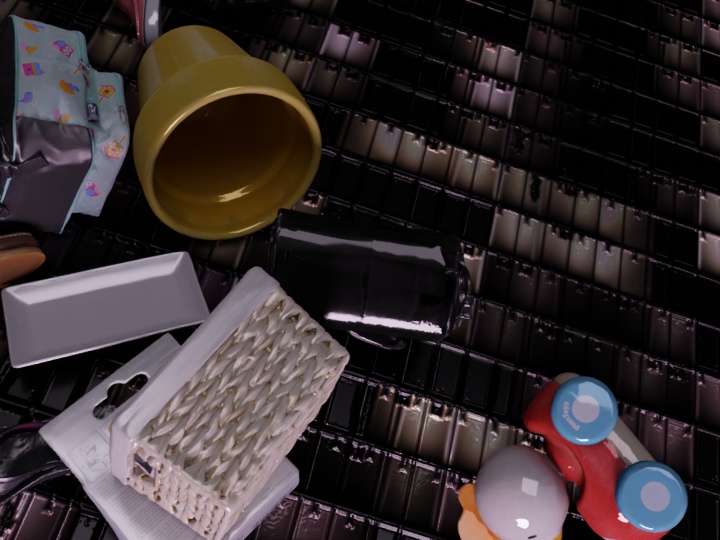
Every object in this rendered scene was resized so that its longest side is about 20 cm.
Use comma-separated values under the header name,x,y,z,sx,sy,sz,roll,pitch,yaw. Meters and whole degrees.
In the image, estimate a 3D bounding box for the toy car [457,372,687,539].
name,x,y,z,sx,sy,sz,roll,pitch,yaw
toy car,0.192,0.224,0.803,0.199,0.184,0.178,-38,73,2

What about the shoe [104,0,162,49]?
name,x,y,z,sx,sy,sz,roll,pitch,yaw
shoe,-0.306,-0.360,1.047,0.089,0.072,0.202,-3,57,-13

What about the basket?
name,x,y,z,sx,sy,sz,roll,pitch,yaw
basket,-0.114,0.124,0.727,0.123,0.136,0.201,35,56,6

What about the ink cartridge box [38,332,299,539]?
name,x,y,z,sx,sy,sz,roll,pitch,yaw
ink cartridge box,-0.181,0.184,0.779,0.200,0.057,0.162,41,57,17

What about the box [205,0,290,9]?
name,x,y,z,sx,sy,sz,roll,pitch,yaw
box,-0.201,-0.431,1.087,0.200,0.044,0.160,45,35,13

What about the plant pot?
name,x,y,z,sx,sy,sz,roll,pitch,yaw
plant pot,-0.166,-0.171,0.910,0.198,0.203,0.190,-14,49,-20

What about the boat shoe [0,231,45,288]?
name,x,y,z,sx,sy,sz,roll,pitch,yaw
boat shoe,-0.426,-0.002,0.812,0.198,0.071,0.071,-23,72,-23

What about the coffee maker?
name,x,y,z,sx,sy,sz,roll,pitch,yaw
coffee maker,0.000,0.000,0.843,0.197,0.192,0.137,6,76,-8

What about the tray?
name,x,y,z,sx,sy,sz,roll,pitch,yaw
tray,-0.265,0.042,0.845,0.197,0.022,0.108,-13,49,-19

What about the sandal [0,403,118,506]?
name,x,y,z,sx,sy,sz,roll,pitch,yaw
sandal,-0.317,0.170,0.754,0.198,0.048,0.076,-20,68,-23

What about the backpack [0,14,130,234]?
name,x,y,z,sx,sy,sz,roll,pitch,yaw
backpack,-0.334,-0.162,0.867,0.151,0.176,0.202,-4,61,-34
